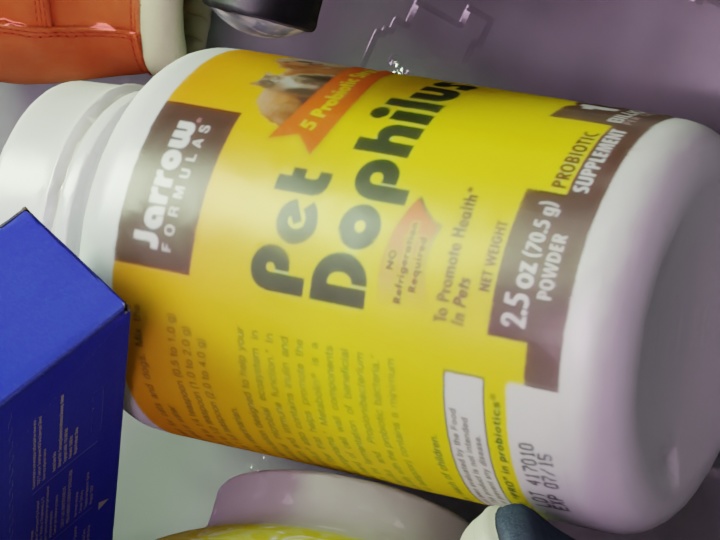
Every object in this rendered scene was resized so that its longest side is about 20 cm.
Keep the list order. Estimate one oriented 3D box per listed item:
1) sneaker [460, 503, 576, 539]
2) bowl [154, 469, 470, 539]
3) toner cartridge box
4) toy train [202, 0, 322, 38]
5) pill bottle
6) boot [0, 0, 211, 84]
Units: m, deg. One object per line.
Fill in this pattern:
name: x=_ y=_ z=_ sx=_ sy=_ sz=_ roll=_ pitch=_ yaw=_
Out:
sneaker: x=0.117 y=0.109 z=0.714 sx=0.200 sy=0.075 sz=0.085 roll=38 pitch=109 yaw=-14
bowl: x=-0.013 y=0.118 z=0.765 sx=0.199 sy=0.200 sz=0.108 roll=1 pitch=65 yaw=28
toner cartridge box: x=-0.115 y=0.075 z=0.787 sx=0.043 sy=0.095 sz=0.200 roll=43 pitch=151 yaw=19
toy train: x=-0.016 y=-0.162 z=0.743 sx=0.114 sy=0.085 sz=0.202 roll=19 pitch=97 yaw=60
pill bottle: x=0.000 y=0.000 z=0.771 sx=0.199 sy=0.109 sz=0.110 roll=10 pitch=99 yaw=27
boot: x=-0.080 y=-0.152 z=0.831 sx=0.106 sy=0.075 sz=0.202 roll=7 pitch=98 yaw=15
